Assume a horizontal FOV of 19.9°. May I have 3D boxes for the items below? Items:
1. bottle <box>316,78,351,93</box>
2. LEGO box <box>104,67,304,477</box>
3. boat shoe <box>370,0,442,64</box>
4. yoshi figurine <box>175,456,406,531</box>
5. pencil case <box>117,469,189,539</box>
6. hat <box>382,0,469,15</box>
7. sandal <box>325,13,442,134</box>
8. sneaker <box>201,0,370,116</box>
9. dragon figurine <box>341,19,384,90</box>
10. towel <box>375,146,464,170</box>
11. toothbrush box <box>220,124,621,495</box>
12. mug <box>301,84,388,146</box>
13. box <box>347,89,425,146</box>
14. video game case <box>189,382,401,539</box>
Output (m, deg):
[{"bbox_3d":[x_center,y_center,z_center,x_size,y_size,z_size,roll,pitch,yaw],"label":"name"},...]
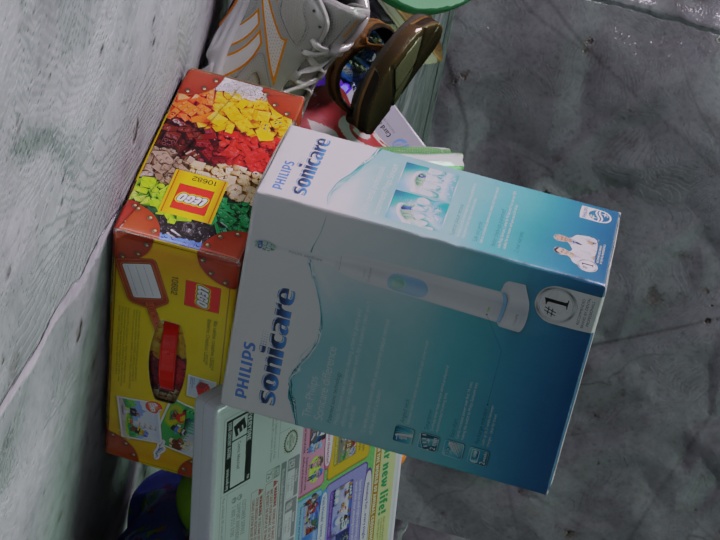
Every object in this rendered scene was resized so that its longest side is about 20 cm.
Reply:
[{"bbox_3d":[-0.029,-0.186,1.555,0.201,0.065,0.084,99,5,-49],"label":"bottle"},{"bbox_3d":[-0.097,0.004,1.258,0.201,0.076,0.150,100,6,-46],"label":"LEGO box"},{"bbox_3d":[0.006,-0.218,1.684,0.200,0.064,0.074,46,24,-52],"label":"boat shoe"},{"bbox_3d":[-0.062,0.131,1.389,0.199,0.112,0.112,-5,146,-49],"label":"yoshi figurine"},{"bbox_3d":[-0.140,0.204,1.366,0.079,0.086,0.200,63,16,-13],"label":"pencil case"},{"bbox_3d":[0.012,-0.281,1.442,0.199,0.175,0.167,7,106,-45],"label":"hat"},{"bbox_3d":[0.008,-0.135,1.340,0.082,0.054,0.200,-54,-176,2],"label":"sandal"},{"bbox_3d":[-0.041,-0.142,1.284,0.075,0.091,0.202,-7,111,-53],"label":"sneaker"},{"bbox_3d":[-0.029,-0.164,1.416,0.200,0.098,0.059,-1,105,-85],"label":"dragon figurine"},{"bbox_3d":[-0.009,0.018,1.309,0.152,0.023,0.202,-3,113,-48],"label":"towel"},{"bbox_3d":[0.032,0.022,1.162,0.086,0.198,0.148,-69,171,-57],"label":"toothbrush box"},{"bbox_3d":[0.008,-0.009,1.465,0.133,0.200,0.178,-42,162,-10],"label":"mug"},{"bbox_3d":[0.022,-0.104,1.731,0.041,0.201,0.156,-35,171,-4],"label":"box"},{"bbox_3d":[-0.038,0.132,1.292,0.181,0.022,0.202,-26,132,-42],"label":"video game case"}]
